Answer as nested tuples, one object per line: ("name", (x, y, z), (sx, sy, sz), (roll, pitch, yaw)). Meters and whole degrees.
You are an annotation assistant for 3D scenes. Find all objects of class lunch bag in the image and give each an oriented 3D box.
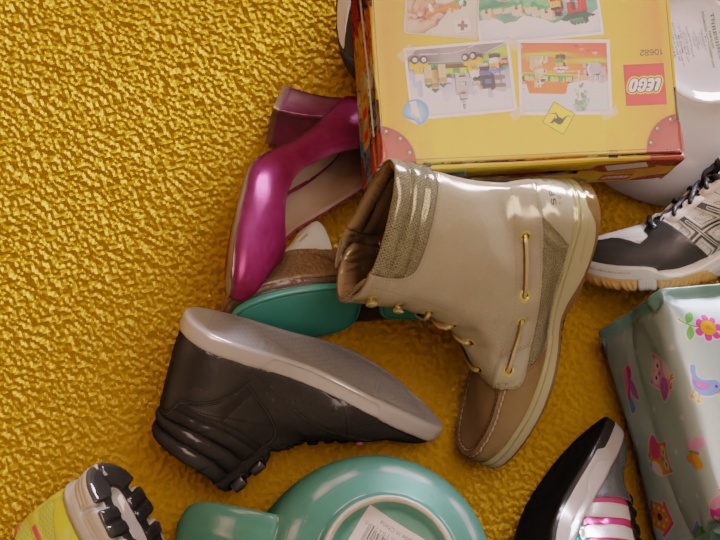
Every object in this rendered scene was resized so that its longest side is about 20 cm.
("lunch bag", (0.280, 0.088, 1.624), (0.198, 0.122, 0.172), (-8, 75, -21))

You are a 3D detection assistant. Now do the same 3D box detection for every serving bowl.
("serving bowl", (0.222, -0.147, 1.682), (0.198, 0.066, 0.202), (2, 80, -14))

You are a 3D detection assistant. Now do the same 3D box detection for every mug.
("mug", (-0.009, 0.195, 1.536), (0.184, 0.114, 0.153), (-14, 79, -16))

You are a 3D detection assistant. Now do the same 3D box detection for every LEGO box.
("LEGO box", (0.098, -0.133, 1.589), (0.198, 0.077, 0.150), (-2, 81, -6))

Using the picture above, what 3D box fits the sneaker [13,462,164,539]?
("sneaker", (-0.146, 0.221, 1.531), (0.090, 0.078, 0.201), (-24, 94, 22))

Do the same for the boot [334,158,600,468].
("boot", (0.053, 0.027, 1.564), (0.153, 0.072, 0.201), (6, 114, -25))

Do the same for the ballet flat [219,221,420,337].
("ballet flat", (0.000, 0.000, 1.623), (0.198, 0.068, 0.073), (-6, 56, -13))

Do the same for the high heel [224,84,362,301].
("high heel", (-0.027, -0.043, 1.594), (0.095, 0.068, 0.201), (16, 38, 1))

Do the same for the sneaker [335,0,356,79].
("sneaker", (0.058, -0.207, 1.662), (0.084, 0.075, 0.201), (19, 66, 36))

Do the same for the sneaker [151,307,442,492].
("sneaker", (-0.047, 0.097, 1.586), (0.199, 0.071, 0.100), (20, 107, -29))

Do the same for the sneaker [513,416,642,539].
("sneaker", (0.163, 0.190, 1.573), (0.121, 0.084, 0.201), (39, 42, -10))

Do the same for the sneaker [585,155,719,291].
("sneaker", (0.237, -0.043, 1.644), (0.198, 0.076, 0.088), (-12, 103, 4))
